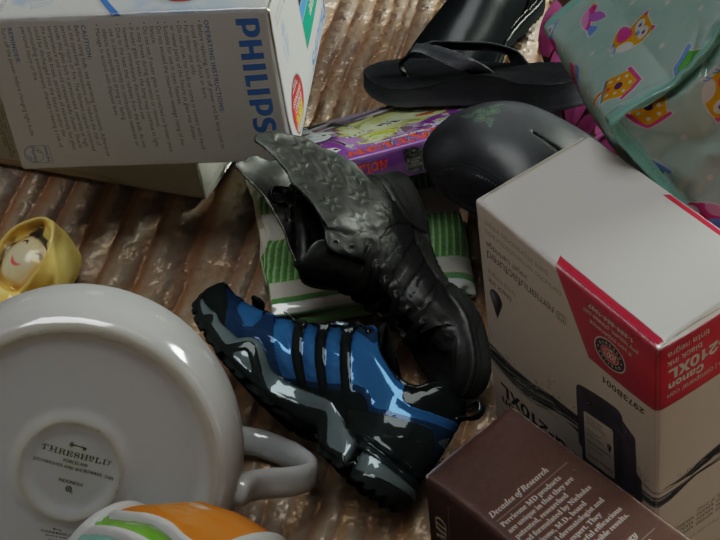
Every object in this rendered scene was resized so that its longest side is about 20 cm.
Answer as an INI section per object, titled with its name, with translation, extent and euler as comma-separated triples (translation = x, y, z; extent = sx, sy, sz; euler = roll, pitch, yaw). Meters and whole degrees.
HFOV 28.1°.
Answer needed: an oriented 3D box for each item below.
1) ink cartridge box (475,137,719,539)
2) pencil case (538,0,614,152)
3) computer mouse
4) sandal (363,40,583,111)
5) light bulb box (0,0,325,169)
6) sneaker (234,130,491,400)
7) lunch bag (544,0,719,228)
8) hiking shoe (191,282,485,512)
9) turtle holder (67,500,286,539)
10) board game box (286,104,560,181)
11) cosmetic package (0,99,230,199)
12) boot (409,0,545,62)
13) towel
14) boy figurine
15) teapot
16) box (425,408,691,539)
[ink cartridge box]
translation = 0.144, 0.052, 0.794
extent = 0.084, 0.201, 0.145
euler = -30, 47, -19
[pencil case]
translation = 0.184, -0.136, 1.068
extent = 0.090, 0.094, 0.201
euler = -16, 40, 7
[computer mouse]
translation = 0.133, -0.060, 0.921
extent = 0.199, 0.053, 0.139
euler = 27, 50, 17
[sandal]
translation = 0.086, -0.148, 1.045
extent = 0.199, 0.043, 0.076
euler = 8, 26, 41
[light bulb box]
translation = -0.137, -0.180, 1.029
extent = 0.198, 0.126, 0.199
euler = -1, 41, 8
[sneaker]
translation = 0.001, -0.002, 0.918
extent = 0.104, 0.060, 0.201
euler = -6, 61, -34
[lunch bag]
translation = 0.220, -0.083, 0.833
extent = 0.122, 0.200, 0.171
euler = -42, 24, 16
[hiking shoe]
translation = -0.019, 0.062, 0.889
extent = 0.200, 0.074, 0.087
euler = 38, 80, 27
[turtle holder]
translation = -0.098, 0.200, 0.720
extent = 0.131, 0.187, 0.141
euler = 36, 33, 25
[board game box]
translation = 0.031, -0.095, 1.037
extent = 0.198, 0.033, 0.120
euler = -16, 24, -11
[cosmetic package]
translation = -0.194, -0.127, 1.127
extent = 0.198, 0.074, 0.104
euler = 12, 45, 19
[boot]
translation = 0.089, -0.243, 1.143
extent = 0.076, 0.169, 0.200
euler = 20, 50, 27
[towel]
translation = -0.004, -0.039, 1.045
extent = 0.151, 0.024, 0.201
euler = -10, 41, -3
[boy figurine]
translation = -0.276, 0.033, 0.974
extent = 0.199, 0.065, 0.124
euler = -29, 44, -18
[teapot]
translation = -0.154, 0.094, 0.830
extent = 0.197, 0.201, 0.146
euler = -32, 10, 2
[box]
translation = 0.126, 0.171, 0.740
extent = 0.075, 0.101, 0.200
euler = -32, 47, -25
